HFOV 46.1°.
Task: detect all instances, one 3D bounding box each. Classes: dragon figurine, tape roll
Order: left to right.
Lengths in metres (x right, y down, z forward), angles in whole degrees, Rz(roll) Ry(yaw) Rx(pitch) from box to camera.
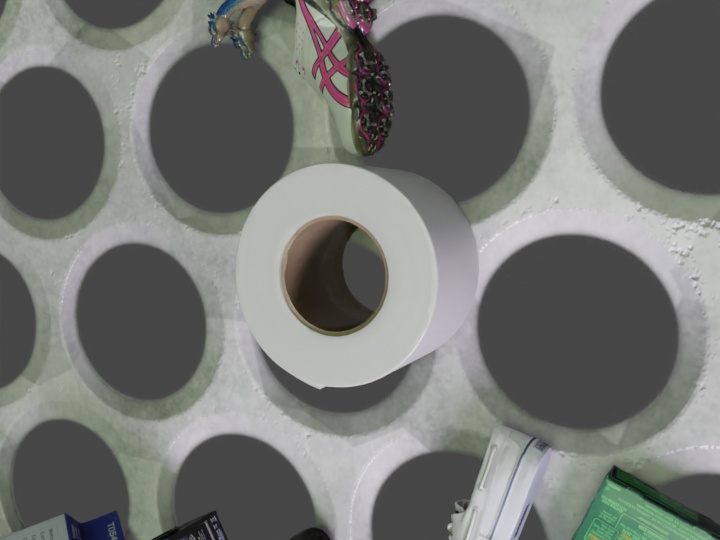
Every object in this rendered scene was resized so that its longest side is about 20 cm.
[{"bbox_3d":[-0.116,-0.323,0.869,0.099,0.059,0.201,5,95,49],"label":"dragon figurine"},{"bbox_3d":[0.000,0.000,0.811,0.202,0.139,0.204,2,96,23],"label":"tape roll"}]

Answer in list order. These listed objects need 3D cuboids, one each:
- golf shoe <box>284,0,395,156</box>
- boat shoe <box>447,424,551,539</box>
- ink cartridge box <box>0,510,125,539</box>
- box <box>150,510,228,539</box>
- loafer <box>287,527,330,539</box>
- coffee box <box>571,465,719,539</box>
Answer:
[{"bbox_3d":[-0.023,-0.204,0.847,0.092,0.072,0.201,-16,78,31],"label":"golf shoe"},{"bbox_3d":[0.119,0.247,0.823,0.065,0.074,0.201,25,93,24],"label":"boat shoe"},{"bbox_3d":[-0.350,0.374,0.937,0.041,0.199,0.200,90,156,-46],"label":"ink cartridge box"},{"bbox_3d":[-0.189,0.388,0.909,0.086,0.164,0.201,-28,84,22],"label":"box"},{"bbox_3d":[-0.045,0.377,0.904,0.071,0.073,0.201,-20,81,33],"label":"loafer"},{"bbox_3d":[0.240,0.298,0.783,0.123,0.044,0.201,27,103,20],"label":"coffee box"}]
